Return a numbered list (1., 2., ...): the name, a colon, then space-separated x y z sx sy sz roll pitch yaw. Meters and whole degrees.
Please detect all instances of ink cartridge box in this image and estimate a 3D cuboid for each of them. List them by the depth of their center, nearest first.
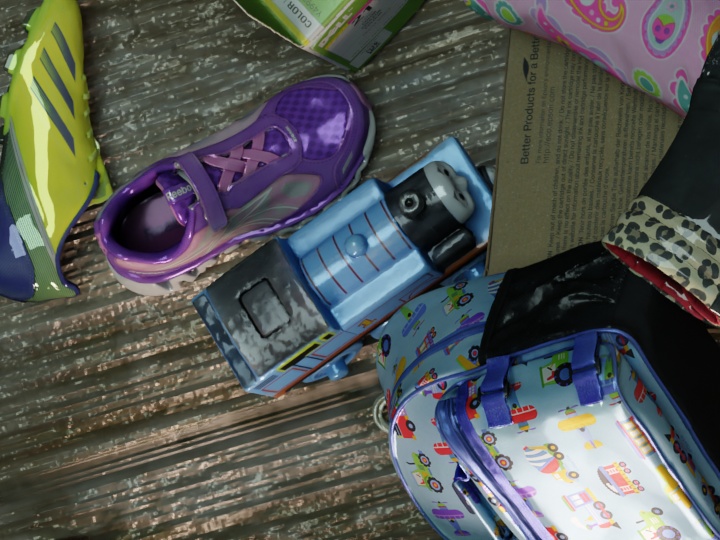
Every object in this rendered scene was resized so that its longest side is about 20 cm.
1. ink cartridge box: 0.165 -0.065 1.519 0.164 0.075 0.201 -1 68 21
2. ink cartridge box: -0.055 -0.205 1.563 0.076 0.200 0.148 -45 75 9

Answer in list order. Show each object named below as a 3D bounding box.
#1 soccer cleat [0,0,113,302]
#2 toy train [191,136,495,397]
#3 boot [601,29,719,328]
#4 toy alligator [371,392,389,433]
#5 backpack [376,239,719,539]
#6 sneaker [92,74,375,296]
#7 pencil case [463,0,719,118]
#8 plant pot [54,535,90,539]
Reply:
1. soccer cleat: -0.193 -0.078 1.676 0.083 0.065 0.201 10 88 0
2. toy train: 0.000 0.000 1.575 0.200 0.114 0.087 -35 77 12
3. boot: 0.239 -0.024 1.360 0.203 0.073 0.154 34 81 -2
4. toy alligator: 0.089 0.114 1.569 0.199 0.054 0.060 20 91 18
5. backpack: 0.100 0.088 1.443 0.199 0.135 0.183 -15 123 29
6. sneaker: -0.083 -0.053 1.620 0.200 0.088 0.081 -32 76 12
7. pencil case: 0.150 -0.140 1.467 0.200 0.087 0.088 32 96 28
8. plant pot: -0.213 0.289 1.600 0.186 0.187 0.201 -21 94 15
